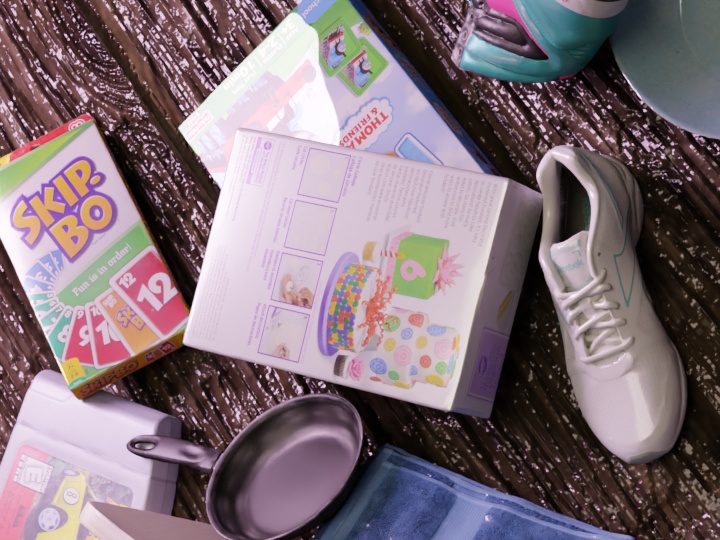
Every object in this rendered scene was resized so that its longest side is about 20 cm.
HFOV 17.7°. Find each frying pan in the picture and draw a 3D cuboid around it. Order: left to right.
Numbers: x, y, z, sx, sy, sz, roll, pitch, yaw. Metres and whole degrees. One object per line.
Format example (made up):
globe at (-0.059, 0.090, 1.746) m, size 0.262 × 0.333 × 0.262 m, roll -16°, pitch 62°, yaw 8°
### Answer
frying pan at (-0.076, 0.136, 1.456) m, size 0.190 × 0.031 × 0.115 m, roll -18°, pitch 40°, yaw 28°

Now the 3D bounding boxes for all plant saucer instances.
plant saucer at (0.245, -0.170, 1.387) m, size 0.201 × 0.039 × 0.201 m, roll -8°, pitch 73°, yaw 28°

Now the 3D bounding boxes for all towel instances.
towel at (0.065, 0.181, 1.380) m, size 0.200 × 0.049 × 0.112 m, roll 20°, pitch 62°, yaw 32°

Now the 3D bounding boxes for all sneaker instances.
sneaker at (0.081, -0.187, 1.442) m, size 0.200 × 0.084 × 0.121 m, roll 48°, pitch 141°, yaw 27°
sneaker at (0.139, 0.018, 1.380) m, size 0.070 × 0.080 × 0.201 m, roll -20°, pitch 70°, yaw 23°

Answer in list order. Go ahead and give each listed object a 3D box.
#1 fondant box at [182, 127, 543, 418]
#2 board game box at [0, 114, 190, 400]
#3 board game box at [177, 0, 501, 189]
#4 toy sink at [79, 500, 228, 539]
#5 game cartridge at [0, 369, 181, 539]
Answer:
fondant box at (0.000, 0.000, 1.437) m, size 0.200 × 0.058 × 0.145 m, roll 12°, pitch 86°, yaw 30°
board game box at (-0.193, -0.016, 1.597) m, size 0.095 × 0.030 × 0.200 m, roll -28°, pitch 61°, yaw -1°
board game box at (-0.014, -0.073, 1.516) m, size 0.151 × 0.037 × 0.200 m, roll -44°, pitch 62°, yaw 14°
toy sink at (-0.095, 0.229, 1.394) m, size 0.130 × 0.200 × 0.112 m, roll 32°, pitch 95°, yaw 31°
game cartridge at (-0.196, 0.179, 1.564) m, size 0.133 × 0.041 × 0.200 m, roll 17°, pitch 87°, yaw 28°
